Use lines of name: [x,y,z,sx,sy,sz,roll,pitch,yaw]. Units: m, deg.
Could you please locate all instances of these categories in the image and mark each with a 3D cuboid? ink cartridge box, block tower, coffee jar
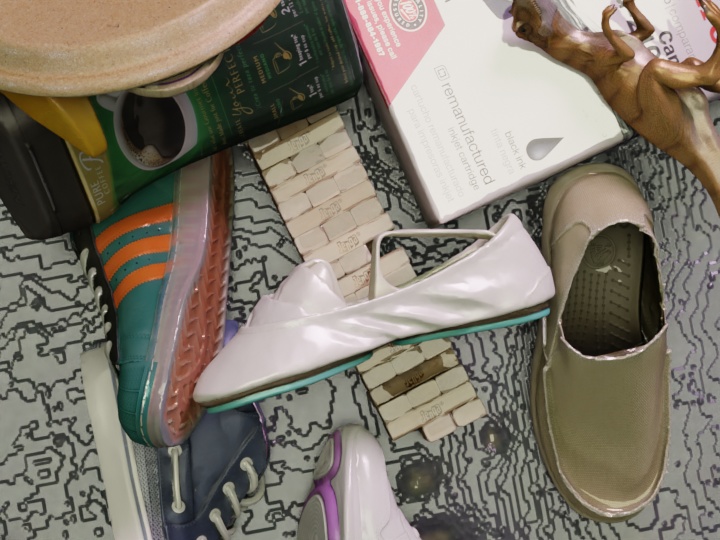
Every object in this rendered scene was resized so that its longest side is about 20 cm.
ink cartridge box: [0.101,-0.129,1.097,0.199,0.084,0.146,-24,90,-3]
block tower: [0.000,0.000,1.104,0.054,0.058,0.201,-27,87,-3]
coffee jar: [-0.105,-0.099,1.039,0.199,0.085,0.105,-27,127,-12]

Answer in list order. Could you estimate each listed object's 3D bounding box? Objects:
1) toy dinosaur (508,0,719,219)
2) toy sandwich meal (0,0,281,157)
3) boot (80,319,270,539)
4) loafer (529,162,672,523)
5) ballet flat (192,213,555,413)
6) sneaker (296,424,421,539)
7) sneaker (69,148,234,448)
toy dinosaur: [0.163,-0.082,1.039,0.200,0.060,0.106,47,113,2]
toy sandwich meal: [-0.118,-0.134,0.957,0.204,0.071,0.206,-6,46,6]
boot: [-0.087,0.128,1.086,0.090,0.073,0.201,-13,85,-2]
loafer: [0.129,0.046,1.083,0.075,0.068,0.202,-7,104,-1]
ballet flat: [0.002,0.017,1.041,0.199,0.069,0.070,-16,88,-12]
sneaker: [0.022,0.181,1.099,0.099,0.075,0.202,-9,88,-21]
sneaker: [-0.116,0.007,1.070,0.079,0.072,0.201,-4,53,12]
